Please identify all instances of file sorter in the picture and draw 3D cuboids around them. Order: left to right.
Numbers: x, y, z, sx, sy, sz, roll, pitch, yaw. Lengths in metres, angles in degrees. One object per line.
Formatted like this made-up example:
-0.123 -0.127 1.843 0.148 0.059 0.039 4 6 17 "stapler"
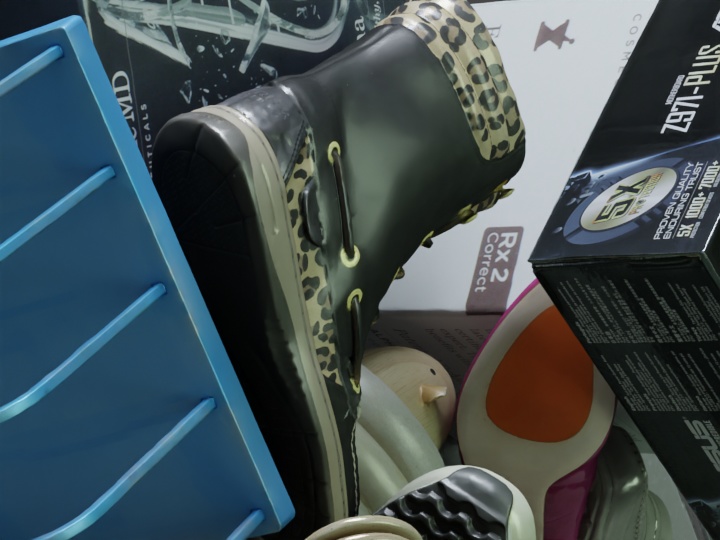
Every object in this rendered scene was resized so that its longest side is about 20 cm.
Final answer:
-0.141 0.038 0.924 0.123 0.138 0.201 -44 115 -56 "file sorter"

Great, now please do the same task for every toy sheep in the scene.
-0.033 0.106 1.109 0.200 0.138 0.138 -46 125 -22 "toy sheep"

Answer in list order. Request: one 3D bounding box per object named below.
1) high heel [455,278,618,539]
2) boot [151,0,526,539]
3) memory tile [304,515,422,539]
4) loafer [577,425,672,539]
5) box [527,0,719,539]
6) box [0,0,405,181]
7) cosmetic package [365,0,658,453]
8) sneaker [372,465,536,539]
0.078 0.069 1.144 0.096 0.067 0.201 -53 163 -58 "high heel"
0.000 0.000 1.013 0.150 0.073 0.201 -37 127 -37 "boot"
-0.001 0.165 0.986 0.200 0.153 0.017 42 23 -43 "memory tile"
0.117 0.120 1.268 0.200 0.069 0.070 101 -27 -68 "loafer"
0.176 0.002 1.085 0.200 0.086 0.164 53 51 -34 "box"
-0.086 -0.110 1.051 0.196 0.123 0.201 -18 103 -49 "box"
0.104 -0.018 1.227 0.165 0.199 0.166 37 60 -45 "cosmetic package"
0.038 0.135 1.059 0.093 0.070 0.201 -41 154 -42 "sneaker"
